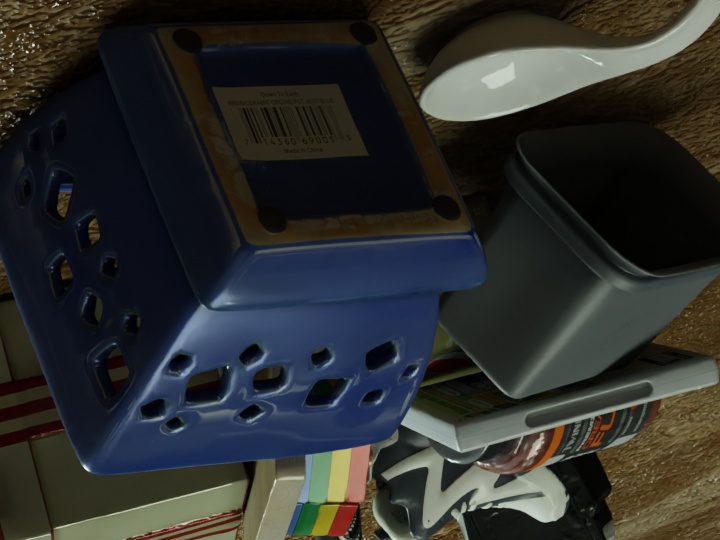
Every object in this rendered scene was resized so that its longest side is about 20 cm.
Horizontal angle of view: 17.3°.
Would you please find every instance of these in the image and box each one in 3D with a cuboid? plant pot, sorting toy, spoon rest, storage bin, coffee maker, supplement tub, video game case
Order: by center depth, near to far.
[{"bbox_3d":[-0.061,-0.025,1.258,0.200,0.200,0.180,-4,149,-33],"label":"plant pot"},{"bbox_3d":[0.122,-0.129,1.326,0.200,0.061,0.099,-28,157,24],"label":"spoon rest"},{"bbox_3d":[-0.033,0.066,1.481,0.070,0.200,0.199,1,157,-8],"label":"sorting toy"},{"bbox_3d":[0.137,-0.007,1.495,0.200,0.146,0.134,-10,142,-56],"label":"storage bin"},{"bbox_3d":[0.126,0.082,1.620,0.182,0.022,0.200,-14,-174,-11],"label":"video game case"},{"bbox_3d":[0.137,0.098,1.829,0.200,0.107,0.107,-11,161,-46],"label":"supplement tub"},{"bbox_3d":[0.156,0.191,2.075,0.135,0.192,0.200,-2,-178,8],"label":"coffee maker"}]

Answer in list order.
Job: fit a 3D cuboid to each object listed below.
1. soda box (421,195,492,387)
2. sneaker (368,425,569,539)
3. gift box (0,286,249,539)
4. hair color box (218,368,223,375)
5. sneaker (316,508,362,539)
[{"bbox_3d":[0.058,0.023,1.656,0.064,0.068,0.200,-15,160,-10],"label":"soda box"},{"bbox_3d":[0.072,0.178,1.906,0.130,0.079,0.199,-51,131,-2],"label":"sneaker"},{"bbox_3d":[-0.181,0.121,1.530,0.187,0.200,0.185,-12,154,-12],"label":"gift box"},{"bbox_3d":[-0.058,0.091,1.747,0.099,0.061,0.200,-16,161,-8],"label":"hair color box"},{"bbox_3d":[-0.049,0.177,1.879,0.090,0.070,0.200,-11,-169,2],"label":"sneaker"}]
